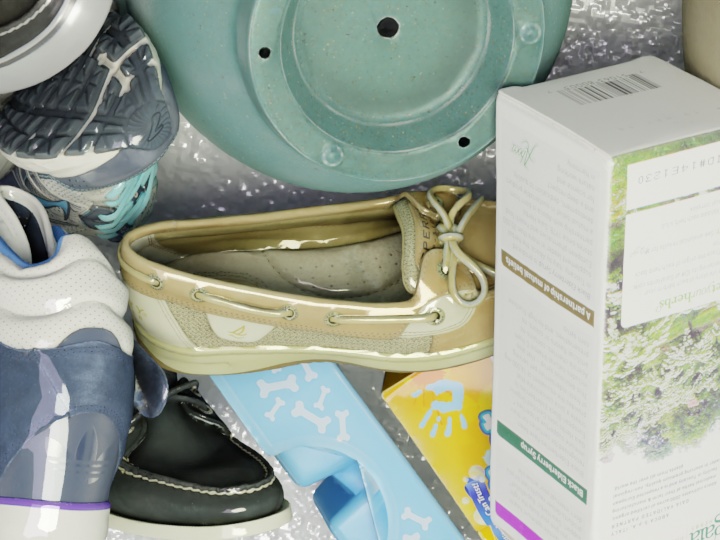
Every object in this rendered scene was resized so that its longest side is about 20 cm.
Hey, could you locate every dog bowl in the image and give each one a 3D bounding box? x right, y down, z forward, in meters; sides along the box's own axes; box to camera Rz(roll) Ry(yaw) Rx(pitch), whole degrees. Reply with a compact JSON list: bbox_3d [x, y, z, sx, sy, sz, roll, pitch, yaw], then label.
[{"bbox_3d":[-0.008,0.089,0.972,0.050,0.111,0.200,-36,100,-3],"label":"dog bowl"}]

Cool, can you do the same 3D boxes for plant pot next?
[{"bbox_3d":[0.002,-0.114,0.867,0.200,0.134,0.201,-5,116,-10],"label":"plant pot"}]

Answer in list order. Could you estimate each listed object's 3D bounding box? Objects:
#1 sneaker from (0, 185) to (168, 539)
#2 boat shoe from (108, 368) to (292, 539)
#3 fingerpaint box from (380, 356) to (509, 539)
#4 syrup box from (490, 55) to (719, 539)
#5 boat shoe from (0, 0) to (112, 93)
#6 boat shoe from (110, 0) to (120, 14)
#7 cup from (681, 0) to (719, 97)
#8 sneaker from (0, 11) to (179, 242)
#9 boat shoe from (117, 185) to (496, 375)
[{"bbox_3d":[-0.159,0.038,0.904,0.080,0.200,0.147,6,87,-34],"label":"sneaker"},{"bbox_3d":[-0.101,0.069,0.946,0.074,0.199,0.066,-8,104,-33],"label":"boat shoe"},{"bbox_3d":[0.133,0.084,0.973,0.167,0.073,0.200,-33,101,12],"label":"fingerpaint box"},{"bbox_3d":[0.105,0.025,0.849,0.079,0.081,0.200,-15,120,-26],"label":"syrup box"},{"bbox_3d":[-0.187,-0.117,0.896,0.200,0.057,0.069,5,74,42],"label":"boat shoe"},{"bbox_3d":[-0.129,-0.199,0.918,0.068,0.075,0.200,-13,115,7],"label":"boat shoe"},{"bbox_3d":[0.219,-0.063,0.877,0.200,0.200,0.143,11,126,2],"label":"cup"},{"bbox_3d":[-0.113,-0.054,0.909,0.086,0.200,0.078,43,75,-23],"label":"sneaker"},{"bbox_3d":[-0.001,-0.002,0.900,0.200,0.073,0.063,-4,142,3],"label":"boat shoe"}]
